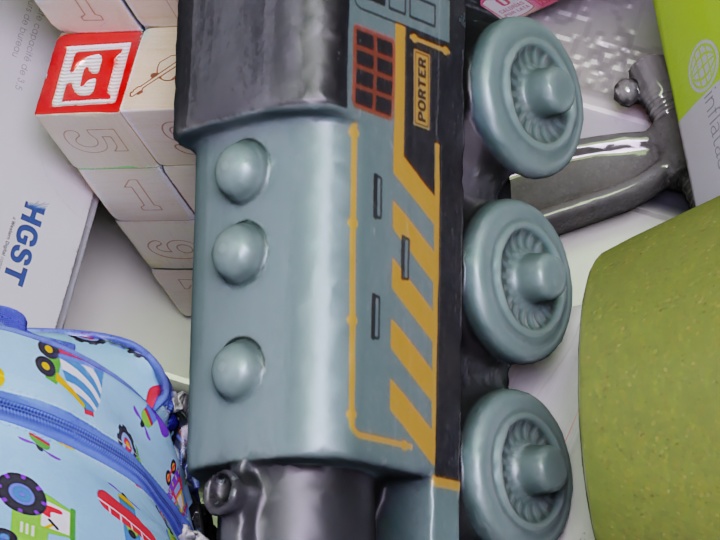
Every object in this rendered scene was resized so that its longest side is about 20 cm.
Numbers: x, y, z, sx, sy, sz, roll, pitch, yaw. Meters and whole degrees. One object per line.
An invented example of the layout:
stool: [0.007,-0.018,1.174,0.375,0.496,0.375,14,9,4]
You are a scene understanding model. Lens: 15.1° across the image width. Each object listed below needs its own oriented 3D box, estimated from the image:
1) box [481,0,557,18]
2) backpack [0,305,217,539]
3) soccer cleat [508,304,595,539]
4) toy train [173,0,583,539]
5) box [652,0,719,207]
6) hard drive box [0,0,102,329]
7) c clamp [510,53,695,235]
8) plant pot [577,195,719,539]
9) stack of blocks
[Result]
box: [0.091,-0.176,0.863,0.200,0.095,0.103,-25,55,32]
backpack: [-0.125,0.073,0.724,0.182,0.200,0.135,3,61,3]
soccer cleat: [0.068,0.103,0.758,0.069,0.077,0.201,16,66,-38]
toy train: [0.000,0.000,0.736,0.085,0.114,0.201,-9,73,40]
box: [0.164,-0.012,0.831,0.122,0.048,0.201,9,57,-26]
hard drive box: [-0.175,-0.065,0.822,0.200,0.077,0.156,24,59,-19]
c clamp: [0.103,0.017,0.851,0.170,0.027,0.201,-12,63,-5]
plant pot: [0.160,0.034,0.670,0.199,0.187,0.188,-6,60,16]
stack of blocks: [-0.051,-0.085,0.806,0.058,0.200,0.115,0,58,23]
